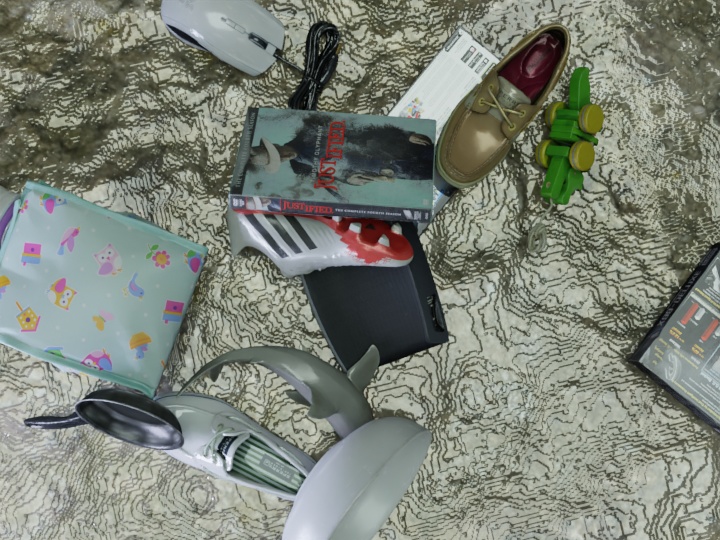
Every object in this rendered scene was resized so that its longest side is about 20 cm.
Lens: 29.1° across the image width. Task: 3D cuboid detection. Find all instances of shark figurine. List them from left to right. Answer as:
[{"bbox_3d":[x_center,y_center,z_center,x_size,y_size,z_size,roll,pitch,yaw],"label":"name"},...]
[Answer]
[{"bbox_3d":[-0.066,0.120,1.391,0.212,0.090,0.129,25,120,-6],"label":"shark figurine"}]

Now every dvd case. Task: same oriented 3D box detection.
[{"bbox_3d":[-0.024,-0.107,1.381,0.197,0.022,0.147,4,43,3],"label":"dvd case"}]

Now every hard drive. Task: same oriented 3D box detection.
[{"bbox_3d":[0.000,0.000,1.423,0.133,0.042,0.202,-20,90,18],"label":"hard drive"}]

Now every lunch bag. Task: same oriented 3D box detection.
[{"bbox_3d":[-0.272,0.018,1.394,0.198,0.122,0.172,20,87,-7],"label":"lunch bag"}]

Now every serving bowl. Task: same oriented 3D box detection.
[{"bbox_3d":[-0.015,0.220,1.361,0.065,0.200,0.201,35,86,17],"label":"serving bowl"}]

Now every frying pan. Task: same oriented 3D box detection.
[{"bbox_3d":[-0.249,0.155,1.399,0.114,0.189,0.031,32,61,-29],"label":"frying pan"}]

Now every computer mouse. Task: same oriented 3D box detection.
[{"bbox_3d":[-0.120,-0.243,1.452,0.198,0.044,0.111,27,87,-1],"label":"computer mouse"}]

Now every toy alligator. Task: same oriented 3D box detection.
[{"bbox_3d":[0.220,-0.110,1.455,0.054,0.059,0.203,18,85,-42],"label":"toy alligator"}]

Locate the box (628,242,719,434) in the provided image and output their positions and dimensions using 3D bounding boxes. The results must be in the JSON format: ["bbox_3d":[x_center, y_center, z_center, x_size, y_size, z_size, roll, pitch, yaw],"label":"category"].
[{"bbox_3d":[0.407,0.094,1.449,0.199,0.050,0.158,37,87,0],"label":"box"}]

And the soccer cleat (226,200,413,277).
[{"bbox_3d":[-0.042,-0.027,1.381,0.197,0.069,0.086,16,116,13],"label":"soccer cleat"}]

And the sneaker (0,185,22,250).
[{"bbox_3d":[-0.418,-0.003,1.424,0.099,0.075,0.202,29,86,18],"label":"sneaker"}]

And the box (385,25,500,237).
[{"bbox_3d":[0.081,-0.144,1.458,0.110,0.035,0.201,40,86,0],"label":"box"}]

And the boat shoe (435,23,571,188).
[{"bbox_3d":[0.145,-0.173,1.403,0.074,0.066,0.201,34,75,0],"label":"boat shoe"}]

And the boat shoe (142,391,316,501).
[{"bbox_3d":[-0.130,0.177,1.416,0.198,0.067,0.074,20,86,-1],"label":"boat shoe"}]
